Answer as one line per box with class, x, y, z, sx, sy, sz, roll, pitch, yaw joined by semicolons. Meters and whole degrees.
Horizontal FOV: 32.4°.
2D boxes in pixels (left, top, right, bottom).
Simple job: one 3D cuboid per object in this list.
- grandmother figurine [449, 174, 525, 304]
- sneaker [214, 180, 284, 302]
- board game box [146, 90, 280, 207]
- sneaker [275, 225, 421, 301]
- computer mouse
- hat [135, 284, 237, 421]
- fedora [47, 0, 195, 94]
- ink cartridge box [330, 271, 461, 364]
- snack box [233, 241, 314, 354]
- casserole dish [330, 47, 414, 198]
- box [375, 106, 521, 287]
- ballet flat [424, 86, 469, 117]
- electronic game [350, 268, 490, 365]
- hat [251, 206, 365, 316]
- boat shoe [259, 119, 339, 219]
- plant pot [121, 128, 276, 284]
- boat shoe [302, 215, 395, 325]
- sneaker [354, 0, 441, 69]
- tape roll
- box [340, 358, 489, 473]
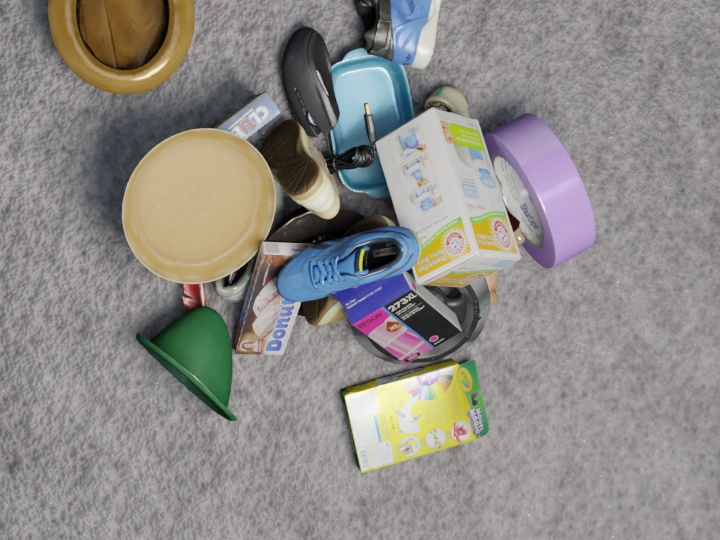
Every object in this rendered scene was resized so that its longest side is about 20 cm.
grandmother figurine;0.166;-0.048;1.694;0.119;0.061;0.203;-7;122;-8
sneaker;-0.149;-0.053;1.640;0.076;0.099;0.204;11;94;2
board game box;-0.197;-0.157;1.603;0.199;0.135;0.035;-38;101;-4
sneaker;-0.023;-0.008;1.510;0.197;0.078;0.067;-16;90;19
computer mouse;-0.046;-0.221;1.627;0.046;0.139;0.204;-18;102;-45
hat;-0.186;0.069;1.632;0.177;0.165;0.200;-51;119;-13
fedora;-0.305;-0.325;1.587;0.197;0.082;0.205;0;92;-11
ink cartridge box;0.048;0.055;1.614;0.094;0.037;0.200;-31;142;16
snack box;-0.115;0.040;1.636;0.071;0.025;0.202;1;137;-19
casserole dish;0.013;-0.201;1.692;0.119;0.039;0.204;-12;98;-10
box;0.113;-0.089;1.589;0.112;0.101;0.203;5;64;-52
ballet flat;0.133;-0.152;1.706;0.068;0.069;0.203;-19;97;-9
electronic game;0.081;0.050;1.701;0.196;0.042;0.203;-2;125;-3
hat;-0.063;-0.031;1.663;0.197;0.082;0.203;-15;138;-13
boat shoe;-0.076;-0.130;1.600;0.072;0.201;0.065;-41;125;5
plant pot;-0.202;-0.082;1.538;0.197;0.027;0.203;-10;115;-21
boat shoe;0.000;0.000;1.616;0.075;0.200;0.073;6;53;-35
sneaker;0.051;-0.378;1.650;0.109;0.077;0.204;10;88;-14
tape roll;0.238;-0.106;1.667;0.065;0.200;0.203;-25;101;-7
box;0.079;0.200;1.752;0.196;0.048;0.119;-14;99;-7
